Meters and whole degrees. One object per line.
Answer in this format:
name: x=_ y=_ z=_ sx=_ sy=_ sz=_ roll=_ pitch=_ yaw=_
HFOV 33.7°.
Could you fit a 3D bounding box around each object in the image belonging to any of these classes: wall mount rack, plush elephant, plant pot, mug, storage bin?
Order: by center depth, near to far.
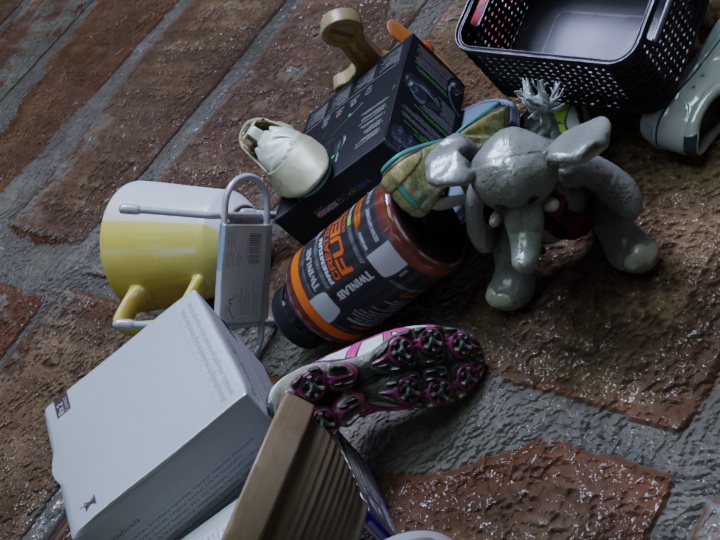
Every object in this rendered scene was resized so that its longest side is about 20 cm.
plant pot: x=-0.055 y=0.201 z=0.870 sx=0.201 sy=0.092 sz=0.203 roll=-155 pitch=90 yaw=-89
plush elephant: x=0.144 y=-0.062 z=0.997 sx=0.163 sy=0.203 sz=0.154 roll=-9 pitch=5 yaw=28
storage bin: x=0.204 y=-0.236 z=1.109 sx=0.198 sy=0.094 sz=0.137 roll=15 pitch=78 yaw=40
wall mount rack: x=-0.161 y=-0.001 z=1.226 sx=0.074 sy=0.172 sz=0.203 roll=9 pitch=97 yaw=46
mug: x=-0.191 y=-0.012 z=1.349 sx=0.151 sy=0.149 sz=0.189 roll=-2 pitch=80 yaw=29

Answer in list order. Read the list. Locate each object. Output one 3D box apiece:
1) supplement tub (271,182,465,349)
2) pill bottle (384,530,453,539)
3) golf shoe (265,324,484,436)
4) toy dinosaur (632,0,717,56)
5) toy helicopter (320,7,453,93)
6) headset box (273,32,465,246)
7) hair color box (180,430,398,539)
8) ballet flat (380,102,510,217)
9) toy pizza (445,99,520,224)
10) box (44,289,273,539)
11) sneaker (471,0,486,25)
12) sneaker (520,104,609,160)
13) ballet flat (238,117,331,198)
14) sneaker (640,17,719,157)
supplement tub: x=0.000 y=0.000 z=1.144 sx=0.199 sy=0.106 sz=0.108 roll=-38 pitch=30 yaw=35
pill bottle: x=0.066 y=0.275 z=0.791 sx=0.111 sy=0.111 sz=0.200 roll=-40 pitch=34 yaw=-2
golf shoe: x=0.012 y=0.090 z=1.039 sx=0.197 sy=0.074 sz=0.092 roll=-12 pitch=5 yaw=-20
toy dinosaur: x=0.295 y=-0.273 z=1.175 sx=0.085 sy=0.136 sz=0.202 roll=-10 pitch=44 yaw=34
toy helicopter: x=0.022 y=-0.235 z=1.336 sx=0.131 sy=0.200 sz=0.080 roll=-17 pitch=63 yaw=21
headset box: x=0.011 y=-0.121 z=1.260 sx=0.173 sy=0.093 sz=0.201 roll=-33 pitch=29 yaw=36
hair color box: x=-0.071 y=0.238 z=1.002 sx=0.199 sy=0.065 sz=0.110 roll=-37 pitch=34 yaw=6
ballet flat: x=0.092 y=-0.098 z=1.099 sx=0.070 sy=0.072 sz=0.199 roll=-5 pitch=18 yaw=39
toy pizza: x=0.094 y=-0.092 z=1.228 sx=0.200 sy=0.032 sz=0.201 roll=-40 pitch=25 yaw=23
box: x=-0.173 y=0.162 z=1.119 sx=0.199 sy=0.131 sz=0.199 roll=-38 pitch=35 yaw=1
sneaker: x=0.165 y=-0.255 z=1.329 sx=0.087 sy=0.074 sz=0.200 roll=-45 pitch=35 yaw=-7
sneaker: x=0.193 y=-0.106 z=1.152 sx=0.081 sy=0.074 sz=0.201 roll=-33 pitch=28 yaw=24
ballet flat: x=-0.088 y=-0.125 z=1.247 sx=0.069 sy=0.070 sz=0.200 roll=-41 pitch=23 yaw=-4
sneaker: x=0.346 y=-0.180 z=1.095 sx=0.200 sy=0.073 sz=0.071 roll=-50 pitch=51 yaw=-5
